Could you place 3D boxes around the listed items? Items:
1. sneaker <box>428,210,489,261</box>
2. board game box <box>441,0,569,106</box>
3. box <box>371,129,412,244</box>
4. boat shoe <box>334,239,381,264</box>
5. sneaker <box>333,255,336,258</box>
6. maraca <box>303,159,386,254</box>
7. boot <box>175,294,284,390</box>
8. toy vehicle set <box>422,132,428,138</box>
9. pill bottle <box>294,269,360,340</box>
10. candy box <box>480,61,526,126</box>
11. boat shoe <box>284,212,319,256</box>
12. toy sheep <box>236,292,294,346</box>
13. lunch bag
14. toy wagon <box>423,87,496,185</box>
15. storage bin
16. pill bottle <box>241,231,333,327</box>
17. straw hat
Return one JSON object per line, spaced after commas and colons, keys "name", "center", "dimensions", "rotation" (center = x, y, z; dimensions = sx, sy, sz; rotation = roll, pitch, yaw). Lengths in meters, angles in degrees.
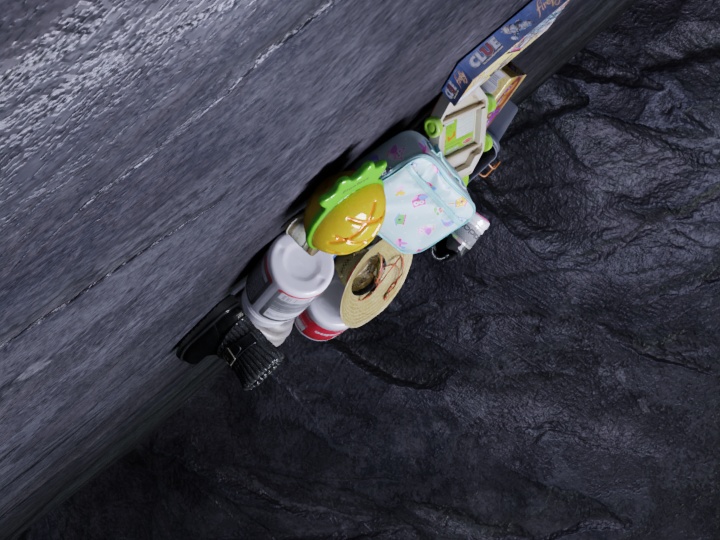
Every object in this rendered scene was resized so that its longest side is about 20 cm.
{"name": "sneaker", "center": [0.130, -0.062, 1.665], "dimensions": [0.088, 0.074, 0.199], "rotation": [-55, -153, -14]}
{"name": "board game box", "center": [0.216, -0.336, 1.474], "dimensions": [0.200, 0.035, 0.135], "rotation": [-41, 179, -9]}
{"name": "box", "center": [0.053, -0.142, 1.731], "dimensions": [0.112, 0.102, 0.200], "rotation": [-41, 179, -22]}
{"name": "boat shoe", "center": [0.030, -0.050, 1.891], "dimensions": [0.201, 0.075, 0.086], "rotation": [-39, 153, 9]}
{"name": "sneaker", "center": [-0.087, -0.027, 1.763], "dimensions": [0.089, 0.079, 0.199], "rotation": [-17, 172, -38]}
{"name": "maraca", "center": [-0.019, -0.091, 1.398], "dimensions": [0.137, 0.107, 0.200], "rotation": [-36, 166, -21]}
{"name": "boot", "center": [-0.246, 0.159, 1.842], "dimensions": [0.079, 0.158, 0.211], "rotation": [-38, 177, -46]}
{"name": "toy vehicle set", "center": [0.130, -0.241, 1.848], "dimensions": [0.200, 0.027, 0.124], "rotation": [-45, 177, -18]}
{"name": "pill bottle", "center": [-0.068, 0.073, 1.900], "dimensions": [0.112, 0.113, 0.200], "rotation": [-40, 180, -20]}
{"name": "candy box", "center": [0.197, -0.274, 1.727], "dimensions": [0.201, 0.056, 0.117], "rotation": [-55, 170, 24]}
{"name": "boat shoe", "center": [-0.058, -0.089, 1.591], "dimensions": [0.073, 0.063, 0.201], "rotation": [-56, 177, 34]}
{"name": "toy sheep", "center": [-0.189, 0.087, 1.902], "dimensions": [0.200, 0.138, 0.138], "rotation": [-44, 176, 38]}
{"name": "lunch bag", "center": [0.080, -0.119, 1.537], "dimensions": [0.159, 0.078, 0.200], "rotation": [-30, 140, 20]}
{"name": "toy wagon", "center": [0.158, -0.202, 1.620], "dimensions": [0.155, 0.039, 0.202], "rotation": [-28, 131, -40]}
{"name": "storage bin", "center": [0.240, -0.280, 2.041], "dimensions": [0.135, 0.145, 0.200], "rotation": [-51, -177, -25]}
{"name": "pill bottle", "center": [-0.128, 0.020, 1.657], "dimensions": [0.114, 0.114, 0.200], "rotation": [-39, 179, -30]}
{"name": "straw hat", "center": [0.000, 0.000, 1.776], "dimensions": [0.201, 0.085, 0.202], "rotation": [-39, 148, -30]}
